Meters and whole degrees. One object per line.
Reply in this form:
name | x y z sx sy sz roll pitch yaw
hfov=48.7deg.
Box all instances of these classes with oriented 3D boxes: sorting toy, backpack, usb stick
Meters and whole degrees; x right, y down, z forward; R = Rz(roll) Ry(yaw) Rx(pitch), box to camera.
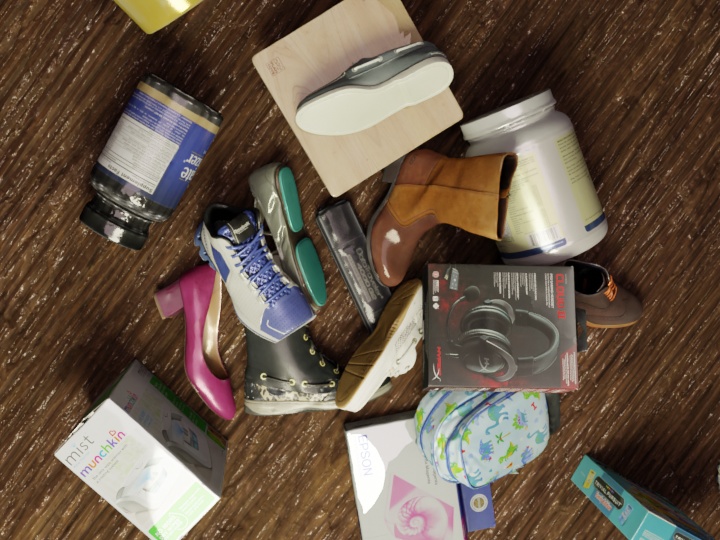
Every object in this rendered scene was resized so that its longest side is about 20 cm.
sorting toy | -0.005 -0.232 1.027 0.198 0.070 0.201 -32 99 -2
backpack | 0.167 0.194 1.048 0.198 0.154 0.164 -15 121 -7
usb stick | 0.000 0.000 1.076 0.055 0.033 0.201 -27 99 -12

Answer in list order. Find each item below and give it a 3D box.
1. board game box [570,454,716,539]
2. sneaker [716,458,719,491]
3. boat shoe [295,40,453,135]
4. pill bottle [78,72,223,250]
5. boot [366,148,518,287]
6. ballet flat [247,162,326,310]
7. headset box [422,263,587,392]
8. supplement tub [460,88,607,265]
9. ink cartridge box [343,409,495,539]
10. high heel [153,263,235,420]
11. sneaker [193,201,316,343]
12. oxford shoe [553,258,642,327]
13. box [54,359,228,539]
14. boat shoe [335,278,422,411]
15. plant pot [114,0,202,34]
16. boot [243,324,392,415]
board game box | 0.392 0.334 1.076 0.150 0.200 0.047 30 93 -9
sneaker | 0.577 0.270 1.148 0.076 0.085 0.202 5 97 -7
boat shoe | 0.012 -0.225 0.975 0.199 0.073 0.062 -20 56 3
pill bottle | -0.264 -0.132 0.989 0.111 0.112 0.201 29 94 -9
boot | 0.105 -0.058 1.000 0.068 0.199 0.190 17 88 -43
ballet flat | -0.099 -0.041 1.053 0.063 0.067 0.202 -12 99 23
headset box | 0.176 0.072 0.970 0.198 0.077 0.150 2 78 0
supplement tub | 0.221 -0.117 1.028 0.144 0.145 0.201 -23 99 -3
ink cartridge box | 0.088 0.295 1.119 0.198 0.043 0.198 -10 98 -4
high heel | -0.189 0.094 1.045 0.096 0.067 0.201 -26 96 8
sneaker | -0.139 -0.009 0.982 0.080 0.115 0.200 -36 76 -21
oxford shoe | 0.319 0.032 1.076 0.199 0.072 0.072 18 75 -26
box | -0.263 0.222 0.989 0.097 0.200 0.176 -45 99 0
boat shoe | 0.043 0.107 1.035 0.069 0.071 0.201 43 70 -22
plant pot | -0.252 -0.394 0.926 0.200 0.201 0.189 -36 115 -1
boot | -0.062 0.106 1.063 0.202 0.073 0.155 -6 95 -7
